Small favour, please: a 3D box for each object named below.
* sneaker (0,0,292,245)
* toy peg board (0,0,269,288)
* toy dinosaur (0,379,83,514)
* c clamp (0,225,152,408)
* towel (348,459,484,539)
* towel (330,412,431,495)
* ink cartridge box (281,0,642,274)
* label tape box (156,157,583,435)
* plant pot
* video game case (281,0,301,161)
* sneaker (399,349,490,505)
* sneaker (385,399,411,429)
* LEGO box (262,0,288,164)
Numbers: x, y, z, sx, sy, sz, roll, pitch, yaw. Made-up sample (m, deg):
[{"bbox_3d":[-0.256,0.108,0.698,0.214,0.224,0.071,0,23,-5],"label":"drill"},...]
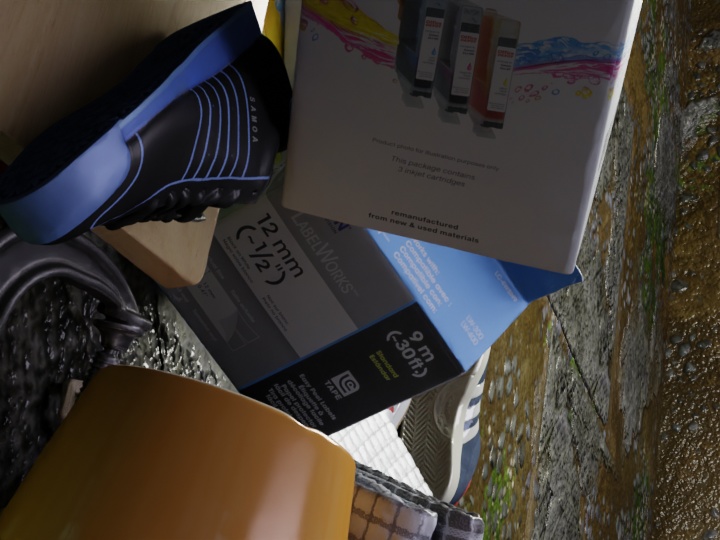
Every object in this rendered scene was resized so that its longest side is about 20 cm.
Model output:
[{"bbox_3d":[-0.081,-0.050,0.731,0.078,0.070,0.200,62,35,-17],"label":"sneaker"},{"bbox_3d":[-0.150,-0.119,0.793,0.199,0.098,0.200,42,49,-46],"label":"toy peg board"},{"bbox_3d":[-0.132,0.110,0.869,0.200,0.058,0.101,31,62,-69],"label":"toy dinosaur"},{"bbox_3d":[-0.153,0.078,0.777,0.171,0.027,0.200,19,90,-52],"label":"c clamp"},{"bbox_3d":[-0.033,0.172,0.854,0.086,0.200,0.166,16,91,-38],"label":"towel"},{"bbox_3d":[-0.013,0.171,1.075,0.200,0.086,0.166,59,22,-3],"label":"towel"},{"bbox_3d":[0.057,-0.130,0.764,0.145,0.144,0.200,-67,169,-51],"label":"ink cartridge box"},{"bbox_3d":[0.000,0.000,0.929,0.143,0.200,0.066,55,33,-13],"label":"label tape box"},{"bbox_3d":[-0.089,0.148,0.723,0.200,0.200,0.183,53,53,-61],"label":"plant pot"},{"bbox_3d":[0.019,-0.142,1.031,0.182,0.023,0.200,3,87,-50],"label":"video game case"},{"bbox_3d":[0.078,0.119,1.483,0.085,0.075,0.200,40,62,-65],"label":"sneaker"},{"bbox_3d":[-0.003,0.092,1.234,0.200,0.071,0.113,-75,162,-56],"label":"sneaker"},{"bbox_3d":[-0.061,-0.119,1.044,0.149,0.077,0.200,-63,149,-53],"label":"LEGO box"}]
